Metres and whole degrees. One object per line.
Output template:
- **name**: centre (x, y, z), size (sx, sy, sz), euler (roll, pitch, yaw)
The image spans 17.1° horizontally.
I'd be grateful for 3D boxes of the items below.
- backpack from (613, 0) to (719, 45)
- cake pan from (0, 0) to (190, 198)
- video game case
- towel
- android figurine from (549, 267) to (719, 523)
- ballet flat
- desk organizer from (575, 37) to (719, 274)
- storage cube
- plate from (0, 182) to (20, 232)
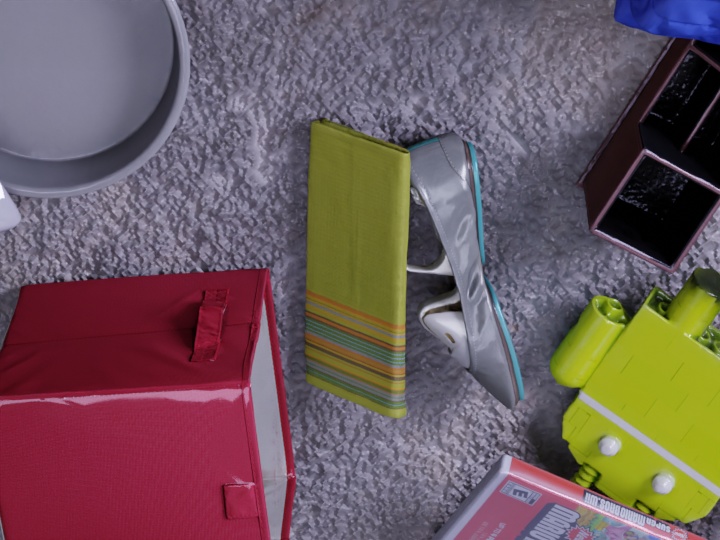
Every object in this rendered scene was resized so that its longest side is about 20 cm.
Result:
- **backpack**: centre (0.256, -0.207, 1.424), size (0.199, 0.168, 0.163), euler (6, 76, -20)
- **cake pan**: centre (-0.209, -0.145, 1.565), size (0.199, 0.037, 0.201), euler (1, 116, 1)
- **video game case**: centre (0.162, 0.207, 1.695), size (0.199, 0.017, 0.143), euler (23, 141, -8)
- **towel**: centre (0.000, 0.000, 1.617), size (0.086, 0.018, 0.201), euler (21, 122, 34)
- **android figurine**: centre (0.216, 0.096, 1.641), size (0.182, 0.041, 0.200), euler (36, 123, 4)
- **ballet flat**: centre (0.061, 0.005, 1.613), size (0.063, 0.067, 0.201), euler (-14, 109, -5)
- **desk organizer**: centre (0.223, -0.104, 1.549), size (0.072, 0.077, 0.200), euler (27, 114, -11)
- **storage cube**: centre (-0.145, 0.118, 1.619), size (0.179, 0.171, 0.201), euler (-3, 117, 4)
- **plate**: centre (-0.355, -0.076, 1.583), size (0.199, 0.032, 0.200), euler (-18, 114, 26)
